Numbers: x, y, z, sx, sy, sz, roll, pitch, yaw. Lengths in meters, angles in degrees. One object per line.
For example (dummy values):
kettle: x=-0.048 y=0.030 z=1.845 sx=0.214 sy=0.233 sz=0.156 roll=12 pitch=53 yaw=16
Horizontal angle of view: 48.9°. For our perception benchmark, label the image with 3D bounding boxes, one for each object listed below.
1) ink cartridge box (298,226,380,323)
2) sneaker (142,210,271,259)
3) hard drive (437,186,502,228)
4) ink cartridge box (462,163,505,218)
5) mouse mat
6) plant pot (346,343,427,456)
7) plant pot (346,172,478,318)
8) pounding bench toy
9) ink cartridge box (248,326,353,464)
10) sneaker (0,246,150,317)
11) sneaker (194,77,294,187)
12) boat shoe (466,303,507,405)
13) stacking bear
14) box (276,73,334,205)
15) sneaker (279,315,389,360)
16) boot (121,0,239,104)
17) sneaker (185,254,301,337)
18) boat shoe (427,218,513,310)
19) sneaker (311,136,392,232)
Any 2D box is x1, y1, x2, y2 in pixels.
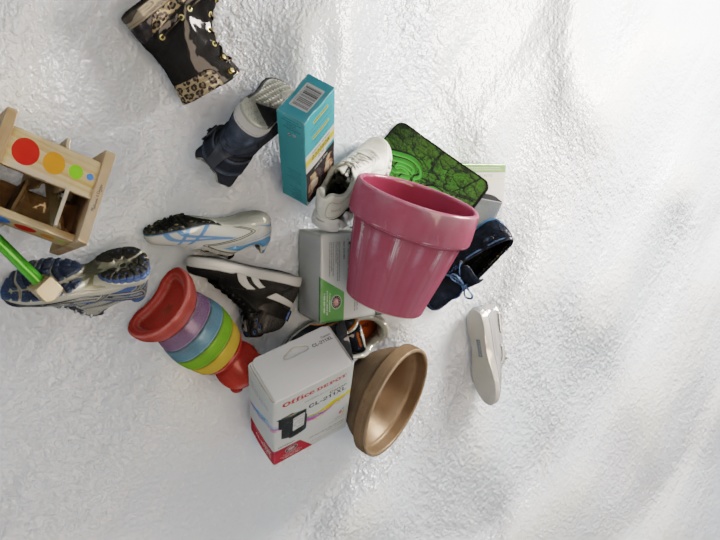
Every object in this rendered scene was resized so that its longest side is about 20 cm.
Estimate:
ink cartridge box: x=0.000 y=0.000 z=1.334 sx=0.198 sy=0.083 sz=0.149 roll=-5 pitch=101 yaw=-31
sneaker: x=-0.225 y=-0.049 z=1.187 sx=0.198 sy=0.072 sz=0.073 roll=-5 pitch=110 yaw=-29
hard drive: x=0.158 y=-0.048 z=1.419 sx=0.138 sy=0.033 sz=0.202 roll=5 pitch=118 yaw=-34
ink cartridge box: x=0.197 y=-0.097 z=1.465 sx=0.144 sy=0.048 sz=0.203 roll=-5 pitch=100 yaw=-32
mouse mat: x=0.097 y=-0.143 z=1.334 sx=0.199 sy=0.008 sz=0.161 roll=36 pitch=76 yaw=12
plant pot: x=0.028 y=0.210 z=1.369 sx=0.201 sy=0.092 sz=0.203 roll=-42 pitch=145 yaw=-40
plant pot: x=0.062 y=-0.034 z=1.217 sx=0.198 sy=0.200 sz=0.181 roll=7 pitch=109 yaw=-34
pounding bench toy: x=-0.427 y=-0.075 z=0.988 sx=0.155 sy=0.124 sz=0.202 roll=23 pitch=72 yaw=-34
ink cartridge box: x=-0.096 y=0.200 z=1.252 sx=0.145 sy=0.083 sz=0.201 roll=-24 pitch=147 yaw=-23
sneaker: x=-0.388 y=0.032 z=1.092 sx=0.197 sy=0.078 sz=0.086 roll=-8 pitch=137 yaw=-14
sneaker: x=-0.167 y=-0.207 z=1.191 sx=0.077 sy=0.146 sz=0.202 roll=45 pitch=31 yaw=-2
boat shoe: x=0.255 y=0.162 z=1.549 sx=0.068 sy=0.072 sz=0.203 roll=-17 pitch=100 yaw=-29
stacking bear: x=-0.229 y=0.108 z=1.198 sx=0.122 sy=0.113 sz=0.200 roll=-53 pitch=127 yaw=-12
box: x=-0.079 y=-0.190 z=1.185 sx=0.083 sy=0.049 sz=0.201 roll=-54 pitch=165 yaw=-25
sneaker: x=-0.042 y=0.118 z=1.336 sx=0.198 sy=0.079 sz=0.079 roll=-25 pitch=113 yaw=-25
boot: x=-0.218 y=-0.346 z=1.126 sx=0.199 sy=0.073 sz=0.152 roll=-38 pitch=117 yaw=-17
sneaker: x=-0.185 y=0.046 z=1.229 sx=0.198 sy=0.073 sz=0.113 roll=13 pitch=91 yaw=-36
boat shoe: x=0.186 y=-0.005 z=1.395 sx=0.084 sy=0.069 sz=0.201 roll=27 pitch=106 yaw=-41
sneaker: x=-0.010 y=-0.154 z=1.275 sx=0.201 sy=0.074 sz=0.081 roll=-55 pitch=157 yaw=-30
